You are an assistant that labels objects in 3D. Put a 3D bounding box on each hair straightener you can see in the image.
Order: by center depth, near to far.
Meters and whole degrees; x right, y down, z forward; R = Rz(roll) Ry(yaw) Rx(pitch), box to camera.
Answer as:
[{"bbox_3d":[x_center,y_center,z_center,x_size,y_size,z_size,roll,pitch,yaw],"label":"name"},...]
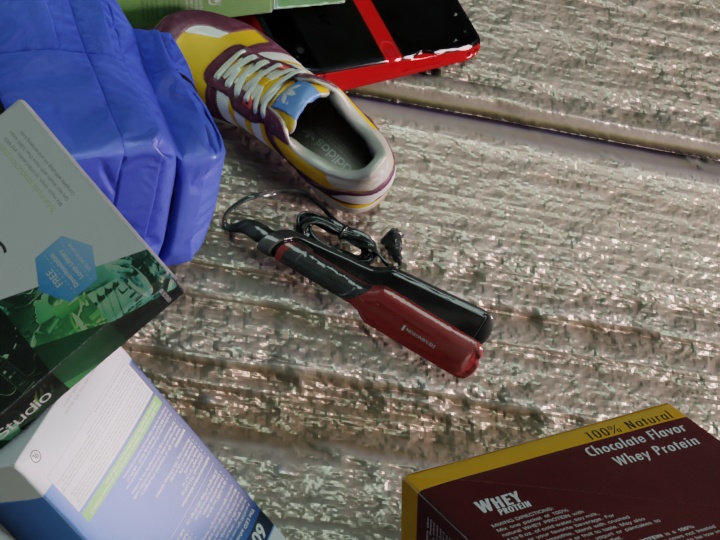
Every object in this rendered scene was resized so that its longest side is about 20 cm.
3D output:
[{"bbox_3d":[0.000,0.000,1.301,0.199,0.041,0.077,26,38,4],"label":"hair straightener"}]

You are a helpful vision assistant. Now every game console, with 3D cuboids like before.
[{"bbox_3d":[-0.025,-0.223,1.439,0.176,0.031,0.200,-14,64,-30],"label":"game console"}]

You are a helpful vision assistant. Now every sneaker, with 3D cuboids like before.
[{"bbox_3d":[-0.057,-0.120,1.307,0.200,0.090,0.075,34,79,4],"label":"sneaker"}]

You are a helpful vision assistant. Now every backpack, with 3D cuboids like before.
[{"bbox_3d":[-0.188,-0.088,1.213,0.167,0.163,0.200,-6,48,-30],"label":"backpack"}]

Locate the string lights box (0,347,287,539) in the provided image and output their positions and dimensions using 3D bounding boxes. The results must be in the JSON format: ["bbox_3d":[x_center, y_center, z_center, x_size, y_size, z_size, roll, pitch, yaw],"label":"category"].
[{"bbox_3d":[-0.125,0.139,1.079,0.200,0.059,0.103,54,47,-27],"label":"string lights box"}]

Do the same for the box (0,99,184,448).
[{"bbox_3d":[-0.213,0.022,1.022,0.200,0.036,0.144,-42,65,-4],"label":"box"}]

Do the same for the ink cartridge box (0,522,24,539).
[{"bbox_3d":[-0.265,0.147,1.071,0.146,0.086,0.200,30,54,0],"label":"ink cartridge box"}]

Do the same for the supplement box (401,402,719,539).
[{"bbox_3d":[0.153,0.196,1.106,0.197,0.133,0.200,-12,28,-26],"label":"supplement box"}]

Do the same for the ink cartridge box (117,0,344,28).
[{"bbox_3d":[-0.115,-0.235,1.363,0.199,0.059,0.104,-8,62,-8],"label":"ink cartridge box"}]
